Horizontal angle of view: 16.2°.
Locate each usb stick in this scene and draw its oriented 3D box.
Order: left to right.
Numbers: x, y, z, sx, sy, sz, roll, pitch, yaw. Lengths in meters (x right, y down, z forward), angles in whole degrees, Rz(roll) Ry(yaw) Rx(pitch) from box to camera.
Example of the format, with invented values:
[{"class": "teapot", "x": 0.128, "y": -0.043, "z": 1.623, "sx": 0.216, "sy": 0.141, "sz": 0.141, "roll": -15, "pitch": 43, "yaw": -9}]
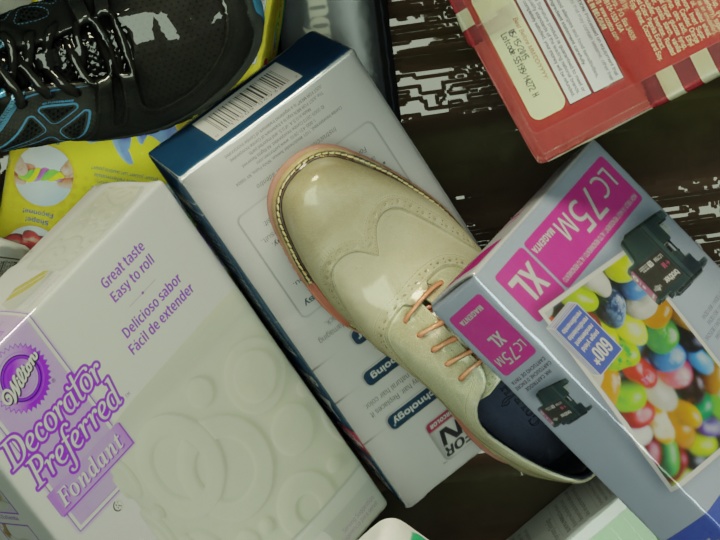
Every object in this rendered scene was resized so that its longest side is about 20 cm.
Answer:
[{"class": "usb stick", "x": -0.014, "y": -0.122, "z": 1.210, "sx": 0.055, "sy": 0.033, "sz": 0.200, "roll": -7, "pitch": 95, "yaw": 6}]

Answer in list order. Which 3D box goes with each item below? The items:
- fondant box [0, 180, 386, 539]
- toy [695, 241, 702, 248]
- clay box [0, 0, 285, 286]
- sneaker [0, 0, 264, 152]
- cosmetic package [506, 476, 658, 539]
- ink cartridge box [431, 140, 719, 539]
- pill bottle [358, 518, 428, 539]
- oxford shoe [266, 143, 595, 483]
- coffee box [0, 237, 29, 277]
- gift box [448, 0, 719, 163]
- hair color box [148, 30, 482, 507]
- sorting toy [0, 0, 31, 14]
[{"class": "fondant box", "x": -0.095, "y": 0.081, "z": 1.132, "sx": 0.144, "sy": 0.058, "sz": 0.200, "roll": -48, "pitch": 116, "yaw": -28}, {"class": "toy", "x": 0.179, "y": 0.083, "z": 1.172, "sx": 0.115, "sy": 0.047, "sz": 0.200, "roll": -20, "pitch": 83, "yaw": -42}, {"class": "clay box", "x": -0.106, "y": -0.056, "z": 1.197, "sx": 0.115, "sy": 0.048, "sz": 0.200, "roll": 11, "pitch": 101, "yaw": 4}, {"class": "sneaker", "x": -0.139, "y": -0.086, "z": 1.128, "sx": 0.200, "sy": 0.082, "sz": 0.073, "roll": -19, "pitch": 91, "yaw": 14}, {"class": "cosmetic package", "x": 0.084, "y": 0.193, "z": 1.208, "sx": 0.200, "sy": 0.085, "sz": 0.108, "roll": -42, "pitch": 96, "yaw": 1}, {"class": "ink cartridge box", "x": 0.136, "y": 0.048, "z": 1.106, "sx": 0.200, "sy": 0.119, "sz": 0.042, "roll": 47, "pitch": 137, "yaw": -3}, {"class": "pill bottle", "x": 0.060, "y": 0.209, "z": 1.109, "sx": 0.200, "sy": 0.113, "sz": 0.113, "roll": 36, "pitch": 93, "yaw": -3}, {"class": "oxford shoe", "x": 0.041, "y": 0.020, "z": 1.115, "sx": 0.200, "sy": 0.074, "sz": 0.071, "roll": 42, "pitch": 87, "yaw": -24}, {"class": "coffee box", "x": -0.299, "y": 0.040, "z": 1.119, "sx": 0.199, "sy": 0.198, "sz": 0.200, "roll": 22, "pitch": 93, "yaw": 14}, {"class": "gift box", "x": 0.112, "y": -0.166, "z": 1.137, "sx": 0.200, "sy": 0.187, "sz": 0.185, "roll": -22, "pitch": 96, "yaw": 21}, {"class": "hair color box", "x": 0.000, "y": 0.000, "z": 1.169, "sx": 0.100, "sy": 0.061, "sz": 0.200, "roll": -37, "pitch": 112, "yaw": -7}, {"class": "sorting toy", "x": -0.230, "y": -0.189, "z": 1.186, "sx": 0.180, "sy": 0.107, "sz": 0.200, "roll": -1, "pitch": 94, "yaw": -20}]
